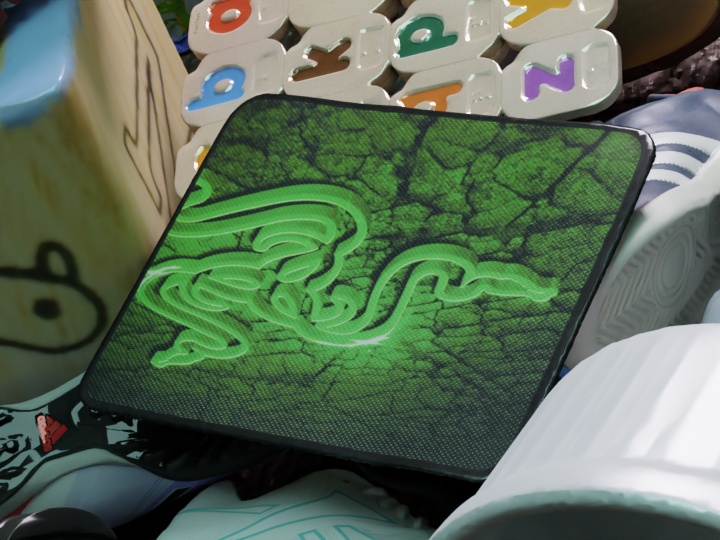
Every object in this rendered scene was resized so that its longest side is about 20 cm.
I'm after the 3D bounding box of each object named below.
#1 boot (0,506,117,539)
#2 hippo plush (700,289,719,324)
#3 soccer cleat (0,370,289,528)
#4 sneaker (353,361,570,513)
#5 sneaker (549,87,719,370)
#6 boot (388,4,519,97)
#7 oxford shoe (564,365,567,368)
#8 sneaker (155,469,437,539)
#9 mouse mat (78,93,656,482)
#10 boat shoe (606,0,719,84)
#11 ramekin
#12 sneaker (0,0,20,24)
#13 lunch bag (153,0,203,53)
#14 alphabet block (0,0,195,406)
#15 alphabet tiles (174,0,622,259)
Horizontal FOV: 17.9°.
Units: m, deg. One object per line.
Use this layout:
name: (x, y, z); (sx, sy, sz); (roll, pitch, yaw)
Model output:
boot: (-0.148, 0.193, 0.839); (0.158, 0.079, 0.211); (-17, 68, 42)
hippo plush: (0.214, 0.013, 0.852); (0.200, 0.159, 0.161); (15, 84, 54)
soccer cleat: (-0.105, 0.078, 0.954); (0.200, 0.073, 0.068); (-19, 61, 3)
sneaker: (0.024, 0.036, 0.883); (0.083, 0.071, 0.200); (3, 30, -36)
sneaker: (0.107, -0.019, 0.921); (0.084, 0.075, 0.200); (17, 30, 26)
boot: (0.005, -0.090, 1.033); (0.200, 0.074, 0.096); (-41, 64, 9)
oxford shoe: (0.060, 0.013, 0.943); (0.071, 0.073, 0.200); (-27, 41, -5)
sneaker: (0.002, 0.112, 0.870); (0.200, 0.070, 0.080); (1, 44, 27)
mouse mat: (0.000, 0.000, 0.872); (0.200, 0.008, 0.161); (7, 57, 34)
boat shoe: (0.083, -0.106, 1.069); (0.200, 0.071, 0.070); (-11, 5, 23)
ramekin: (0.122, 0.111, 0.723); (0.200, 0.201, 0.098); (6, 42, 30)
sneaker: (-0.157, -0.142, 0.912); (0.200, 0.078, 0.082); (-26, 36, -18)
lunch bag: (-0.100, -0.247, 1.188); (0.127, 0.200, 0.170); (-24, 39, 15)
alphabet block: (-0.176, -0.038, 1.012); (0.195, 0.200, 0.197); (-15, 41, 11)
alphabet tiles: (0.015, -0.091, 0.951); (0.195, 0.015, 0.200); (-13, 52, 20)
